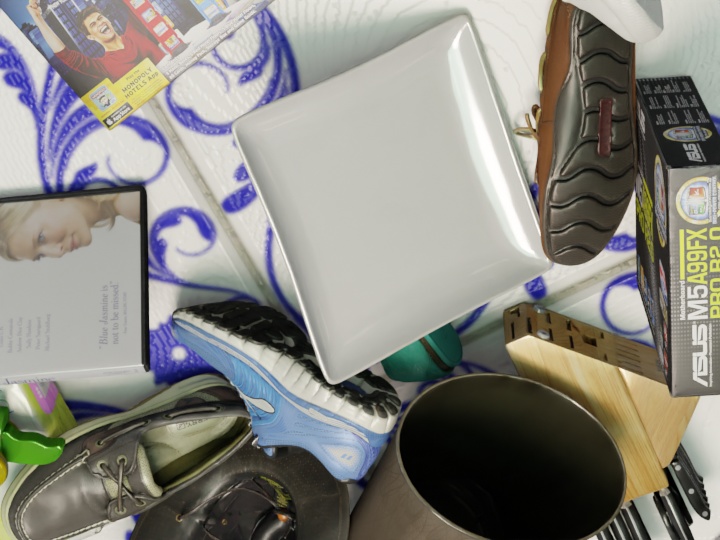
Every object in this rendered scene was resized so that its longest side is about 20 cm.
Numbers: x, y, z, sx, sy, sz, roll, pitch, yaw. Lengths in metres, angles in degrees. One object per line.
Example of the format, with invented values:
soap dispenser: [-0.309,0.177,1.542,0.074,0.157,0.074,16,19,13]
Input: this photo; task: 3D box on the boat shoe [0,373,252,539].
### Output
boat shoe: [-0.166,0.141,1.469,0.201,0.066,0.072,-29,113,-20]

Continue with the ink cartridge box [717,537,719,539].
ink cartridge box: [0.332,0.312,1.520,0.200,0.147,0.086,38,110,-12]

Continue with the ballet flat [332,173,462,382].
ballet flat: [0.000,0.000,1.454,0.070,0.067,0.200,-21,108,25]

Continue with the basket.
basket: [0.065,0.182,1.452,0.180,0.136,0.200,4,146,-26]

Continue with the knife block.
knife block: [0.173,0.137,1.500,0.199,0.064,0.176,20,110,-6]

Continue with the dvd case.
dvd case: [-0.250,0.013,1.441,0.199,0.018,0.143,-5,67,4]

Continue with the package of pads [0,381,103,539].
package of pads: [-0.292,0.129,1.513,0.154,0.068,0.200,-21,110,11]

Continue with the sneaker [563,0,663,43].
sneaker: [0.113,-0.215,1.310,0.088,0.075,0.200,-37,104,30]

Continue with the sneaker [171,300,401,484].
sneaker: [-0.066,0.088,1.443,0.200,0.078,0.089,32,114,31]

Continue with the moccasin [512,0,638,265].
moccasin: [0.150,-0.103,1.405,0.073,0.078,0.202,-8,108,-11]

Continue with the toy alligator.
toy alligator: [-0.312,0.132,1.446,0.199,0.059,0.054,-14,111,9]

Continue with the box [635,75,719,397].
box: [0.217,-0.028,1.359,0.044,0.200,0.161,-4,112,2]

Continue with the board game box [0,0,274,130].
board game box: [-0.157,-0.235,1.365,0.200,0.062,0.200,-36,105,15]

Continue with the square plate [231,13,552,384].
square plate: [0.023,-0.051,1.401,0.200,0.028,0.199,-27,107,-23]

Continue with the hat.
hat: [-0.083,0.218,1.509,0.200,0.201,0.081,-25,144,12]
